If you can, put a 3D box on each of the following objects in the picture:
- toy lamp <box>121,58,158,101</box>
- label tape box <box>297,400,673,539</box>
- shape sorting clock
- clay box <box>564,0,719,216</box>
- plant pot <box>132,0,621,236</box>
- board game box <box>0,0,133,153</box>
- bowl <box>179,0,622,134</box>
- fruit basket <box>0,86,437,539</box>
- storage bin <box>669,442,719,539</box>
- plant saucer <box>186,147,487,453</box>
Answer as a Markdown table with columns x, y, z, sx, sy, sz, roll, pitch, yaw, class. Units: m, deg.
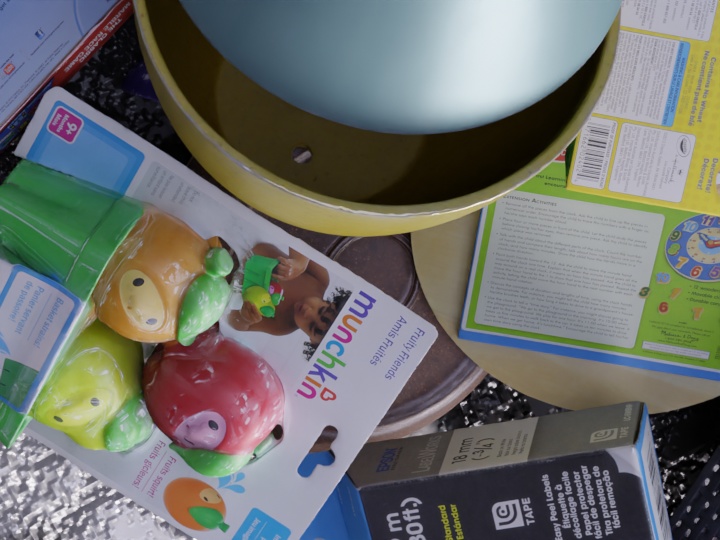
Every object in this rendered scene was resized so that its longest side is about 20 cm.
| x | y | z | sx | sy | sz | roll | pitch | yaw | class |
| --- | --- | --- | --- | --- | --- | --- | --- | --- | --- |
| -0.062 | -0.174 | 0.977 | 0.058 | 0.058 | 0.200 | 11 | 97 | -17 | toy lamp |
| 0.052 | 0.153 | 1.016 | 0.200 | 0.063 | 0.145 | -10 | 106 | 14 | label tape box |
| 0.123 | -0.019 | 0.992 | 0.200 | 0.039 | 0.200 | 4 | 123 | 5 | shape sorting clock |
| 0.196 | -0.077 | 0.904 | 0.200 | 0.048 | 0.115 | 10 | 114 | 0 | clay box |
| -0.004 | -0.095 | 0.904 | 0.200 | 0.142 | 0.200 | 3 | 72 | -10 | plant pot |
| -0.153 | -0.134 | 0.947 | 0.103 | 0.019 | 0.200 | 43 | 89 | 16 | board game box |
| 0.023 | -0.162 | 0.800 | 0.200 | 0.105 | 0.201 | 3 | 73 | -10 | bowl |
| -0.091 | 0.039 | 0.948 | 0.200 | 0.094 | 0.185 | 36 | 126 | 3 | fruit basket |
| 0.248 | 0.112 | 1.040 | 0.135 | 0.094 | 0.200 | 2 | 128 | -40 | storage bin |
| 0.000 | 0.000 | 1.023 | 0.200 | 0.034 | 0.201 | -6 | 108 | -19 | plant saucer |
